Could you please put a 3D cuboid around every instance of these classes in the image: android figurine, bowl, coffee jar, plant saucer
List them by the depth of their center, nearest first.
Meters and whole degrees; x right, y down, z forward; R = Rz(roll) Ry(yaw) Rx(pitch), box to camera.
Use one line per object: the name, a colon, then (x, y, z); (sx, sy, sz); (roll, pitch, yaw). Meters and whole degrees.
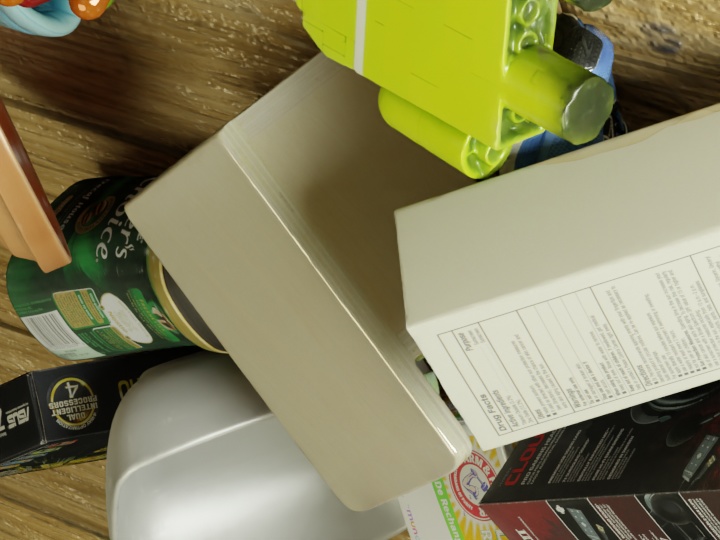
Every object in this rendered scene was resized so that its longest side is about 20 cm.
android figurine: (0.033, -0.133, 1.202); (0.200, 0.041, 0.183); (32, 131, 41)
plant saucer: (-0.210, -0.089, 1.498); (0.201, 0.032, 0.200); (63, 177, 6)
coffee jar: (-0.103, -0.006, 1.548); (0.199, 0.104, 0.085); (-5, 130, 50)
bowl: (-0.056, 0.102, 1.608); (0.200, 0.199, 0.075); (94, 158, -58)

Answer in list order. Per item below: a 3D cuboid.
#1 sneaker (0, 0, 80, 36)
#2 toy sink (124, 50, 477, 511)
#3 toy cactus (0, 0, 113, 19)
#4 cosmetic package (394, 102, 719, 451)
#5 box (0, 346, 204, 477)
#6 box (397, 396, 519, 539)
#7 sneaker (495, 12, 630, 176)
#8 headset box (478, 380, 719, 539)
sneaker: (-0.177, -0.186, 1.398); (0.082, 0.074, 0.200); (25, 161, 18)
toy sink: (0.000, 0.000, 1.406); (0.200, 0.112, 0.130); (53, 150, -3)
toy cactus: (-0.099, -0.183, 1.308); (0.164, 0.103, 0.201); (11, 138, 2)
cosmetic package: (0.125, -0.002, 1.218); (0.199, 0.073, 0.104); (-16, 139, 14)
box: (-0.164, 0.087, 1.710); (0.200, 0.160, 0.049); (-24, 79, 58)
box: (0.105, 0.154, 1.473); (0.101, 0.112, 0.201); (-9, 100, 53)
sneaker: (0.115, -0.046, 1.293); (0.089, 0.079, 0.200); (14, 153, 16)
headset box: (0.160, 0.077, 1.334); (0.077, 0.149, 0.199); (49, 150, -22)
